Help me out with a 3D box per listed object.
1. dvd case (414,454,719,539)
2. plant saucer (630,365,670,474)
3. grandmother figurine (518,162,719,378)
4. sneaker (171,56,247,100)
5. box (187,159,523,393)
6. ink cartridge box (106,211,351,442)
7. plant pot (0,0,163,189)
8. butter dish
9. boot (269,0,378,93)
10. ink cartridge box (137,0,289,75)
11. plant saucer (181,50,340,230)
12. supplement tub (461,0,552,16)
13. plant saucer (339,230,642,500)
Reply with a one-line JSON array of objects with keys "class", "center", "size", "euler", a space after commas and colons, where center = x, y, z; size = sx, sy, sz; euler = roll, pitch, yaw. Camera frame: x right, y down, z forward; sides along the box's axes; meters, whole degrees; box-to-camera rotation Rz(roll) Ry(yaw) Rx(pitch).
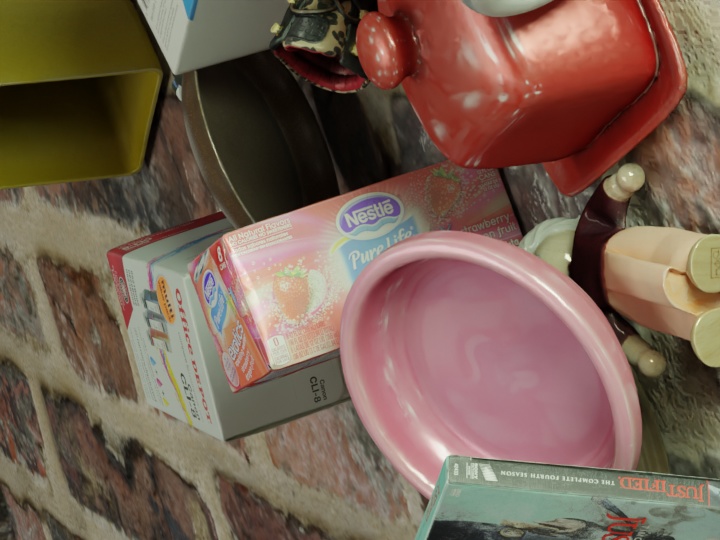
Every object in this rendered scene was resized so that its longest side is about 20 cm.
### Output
[{"class": "dvd case", "center": [0.133, 0.156, 1.231], "size": [0.146, 0.198, 0.022], "euler": [107, 166, -55]}, {"class": "plant saucer", "center": [0.138, 0.111, 1.398], "size": [0.200, 0.029, 0.201], "euler": [52, 153, 42]}, {"class": "grandmother figurine", "center": [0.152, -0.001, 1.231], "size": [0.200, 0.060, 0.122], "euler": [-170, 84, -64]}, {"class": "sneaker", "center": [-0.105, -0.145, 1.731], "size": [0.077, 0.075, 0.200], "euler": [59, 176, 1]}, {"class": "box", "center": [0.000, 0.000, 1.409], "size": [0.095, 0.199, 0.103], "euler": [69, 159, 4]}, {"class": "ink cartridge box", "center": [-0.099, 0.039, 1.768], "size": [0.200, 0.144, 0.146], "euler": [13, 118, 65]}, {"class": "plant pot", "center": [-0.313, -0.207, 2.055], "size": [0.200, 0.199, 0.177], "euler": [115, 144, -61]}, {"class": "butter dish", "center": [0.067, -0.140, 1.203], "size": [0.201, 0.147, 0.200], "euler": [67, 158, 9]}, {"class": "boot", "center": [-0.007, -0.200, 1.288], "size": [0.200, 0.073, 0.152], "euler": [72, -146, -80]}, {"class": "ink cartridge box", "center": [-0.097, -0.273, 1.501], "size": [0.201, 0.144, 0.147], "euler": [63, 156, 21]}, {"class": "plant saucer", "center": [-0.077, -0.091, 1.585], "size": [0.200, 0.032, 0.201], "euler": [50, -152, -39]}, {"class": "supplement tub", "center": [0.047, -0.238, 1.091], "size": [0.200, 0.122, 0.123], "euler": [54, 154, 22]}, {"class": "plant saucer", "center": [0.081, 0.062, 1.256], "size": [0.200, 0.051, 0.202], "euler": [21, 130, 28]}]
